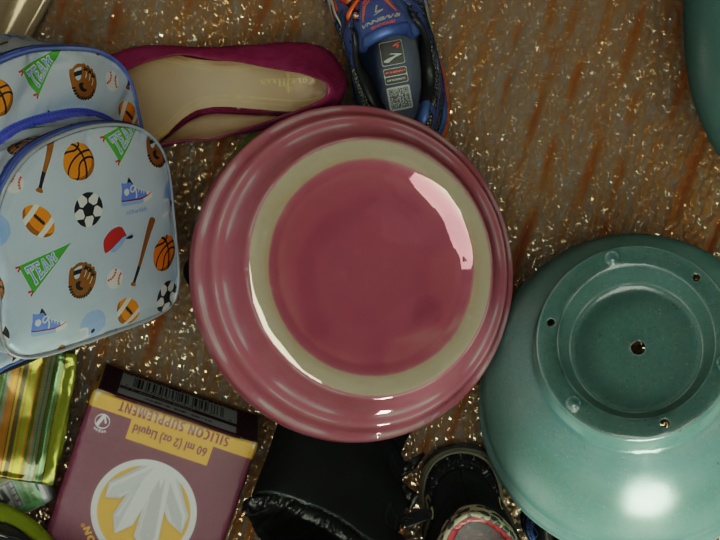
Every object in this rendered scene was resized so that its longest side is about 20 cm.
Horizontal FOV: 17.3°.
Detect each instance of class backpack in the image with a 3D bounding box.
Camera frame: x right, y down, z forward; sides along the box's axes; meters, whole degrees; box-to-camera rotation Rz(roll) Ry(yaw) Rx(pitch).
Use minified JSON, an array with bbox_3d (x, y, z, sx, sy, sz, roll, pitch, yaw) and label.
[{"bbox_3d":[-0.202,-0.041,1.392,0.153,0.199,0.192,3,107,41],"label":"backpack"}]

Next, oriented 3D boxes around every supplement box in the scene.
[{"bbox_3d":[-0.146,0.175,1.506,0.109,0.086,0.202,18,98,-4],"label":"supplement box"}]

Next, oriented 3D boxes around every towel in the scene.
[{"bbox_3d":[-0.279,0.076,1.466,0.198,0.018,0.087,10,79,-11],"label":"towel"}]

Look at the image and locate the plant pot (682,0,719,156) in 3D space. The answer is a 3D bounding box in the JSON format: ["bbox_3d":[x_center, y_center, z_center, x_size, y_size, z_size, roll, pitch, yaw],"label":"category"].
[{"bbox_3d":[0.284,-0.141,1.419,0.199,0.201,0.162,5,111,-2],"label":"plant pot"}]

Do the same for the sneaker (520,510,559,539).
[{"bbox_3d":[0.201,0.150,1.515,0.198,0.078,0.071,-12,99,1],"label":"sneaker"}]

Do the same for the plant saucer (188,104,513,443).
[{"bbox_3d":[0.000,0.000,1.397,0.199,0.051,0.203,2,84,-16],"label":"plant saucer"}]

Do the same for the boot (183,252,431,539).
[{"bbox_3d":[-0.038,0.089,1.446,0.198,0.163,0.073,35,138,-23],"label":"boot"}]

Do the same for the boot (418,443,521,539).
[{"bbox_3d":[0.076,0.223,1.485,0.073,0.154,0.205,-9,99,0],"label":"boot"}]

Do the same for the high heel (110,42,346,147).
[{"bbox_3d":[-0.108,-0.108,1.456,0.198,0.096,0.068,-14,100,1],"label":"high heel"}]

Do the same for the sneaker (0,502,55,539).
[{"bbox_3d":[-0.171,0.212,1.427,0.199,0.081,0.074,26,98,-3],"label":"sneaker"}]

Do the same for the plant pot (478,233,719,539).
[{"bbox_3d":[0.166,0.061,1.433,0.198,0.134,0.202,-2,71,6],"label":"plant pot"}]

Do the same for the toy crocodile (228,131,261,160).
[{"bbox_3d":[0.004,-0.022,1.497,0.199,0.062,0.068,29,97,-10],"label":"toy crocodile"}]

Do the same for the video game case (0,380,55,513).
[{"bbox_3d":[-0.315,0.093,1.503,0.181,0.022,0.201,-25,89,4],"label":"video game case"}]

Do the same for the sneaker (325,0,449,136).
[{"bbox_3d":[0.014,-0.164,1.460,0.075,0.078,0.201,-20,99,1],"label":"sneaker"}]

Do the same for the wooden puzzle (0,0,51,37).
[{"bbox_3d":[-0.285,-0.189,1.441,0.199,0.037,0.186,24,99,-36],"label":"wooden puzzle"}]
